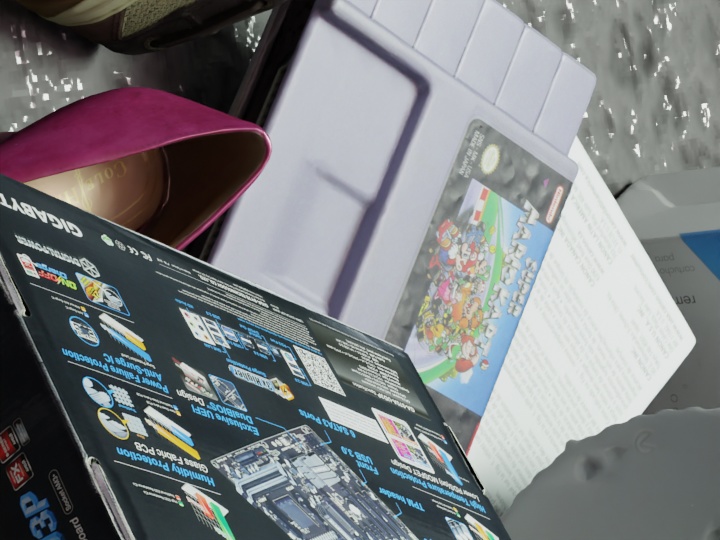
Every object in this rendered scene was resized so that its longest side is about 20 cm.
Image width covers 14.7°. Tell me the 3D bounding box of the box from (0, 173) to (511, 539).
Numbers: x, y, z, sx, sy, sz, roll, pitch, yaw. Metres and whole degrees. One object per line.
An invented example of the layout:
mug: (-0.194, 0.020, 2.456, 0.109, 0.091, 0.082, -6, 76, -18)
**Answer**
box: (-0.027, 0.065, 0.708, 0.200, 0.046, 0.159, 25, 29, -50)

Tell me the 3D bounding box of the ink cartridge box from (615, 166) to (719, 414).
ink cartridge box: (0.172, 0.060, 1.089, 0.067, 0.116, 0.200, -42, 117, -47)

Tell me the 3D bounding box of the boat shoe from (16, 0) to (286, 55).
boat shoe: (-0.010, -0.125, 0.822, 0.065, 0.200, 0.073, 36, 36, -57)

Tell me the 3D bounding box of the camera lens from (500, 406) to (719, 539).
camera lens: (0.139, 0.155, 0.975, 0.200, 0.160, 0.160, 49, 48, -51)

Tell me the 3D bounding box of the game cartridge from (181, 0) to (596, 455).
game cartridge: (0.000, 0.000, 0.891, 0.130, 0.038, 0.200, 30, 77, -36)

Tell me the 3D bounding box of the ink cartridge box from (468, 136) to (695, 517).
ink cartridge box: (0.017, 0.034, 0.963, 0.200, 0.057, 0.163, -47, 125, -21)

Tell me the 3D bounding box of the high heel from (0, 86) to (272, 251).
high heel: (-0.108, 0.009, 0.741, 0.200, 0.096, 0.067, -52, 125, -43)
